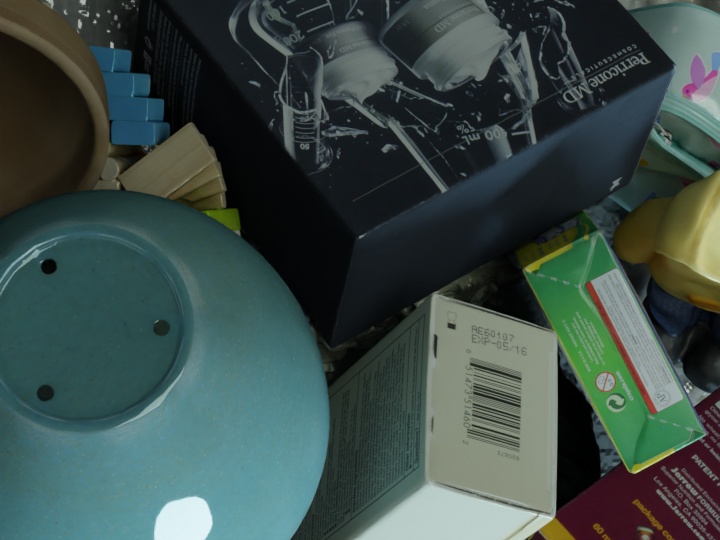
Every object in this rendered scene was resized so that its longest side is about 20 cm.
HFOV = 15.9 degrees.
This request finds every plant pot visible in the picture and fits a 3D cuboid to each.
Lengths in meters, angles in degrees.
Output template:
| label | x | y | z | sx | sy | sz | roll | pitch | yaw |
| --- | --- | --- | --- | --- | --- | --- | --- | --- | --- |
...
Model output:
| label | x | y | z | sx | sy | sz | roll | pitch | yaw |
| --- | --- | --- | --- | --- | --- | --- | --- | --- | --- |
| plant pot | -0.114 | 0.046 | 1.122 | 0.199 | 0.135 | 0.201 | 0 | 70 | 0 |
| plant pot | -0.216 | -0.093 | 1.181 | 0.200 | 0.201 | 0.093 | 14 | 52 | -27 |

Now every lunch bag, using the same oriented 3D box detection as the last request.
| label | x | y | z | sx | sy | sz | roll | pitch | yaw |
| --- | --- | --- | --- | --- | --- | --- | --- | --- | --- |
| lunch bag | 0.195 | -0.064 | 1.387 | 0.200 | 0.160 | 0.077 | 32 | 77 | -25 |

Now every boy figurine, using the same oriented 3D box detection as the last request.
| label | x | y | z | sx | sy | sz | roll | pitch | yaw |
| --- | --- | --- | --- | --- | --- | --- | --- | --- | --- |
| boy figurine | 0.190 | 0.005 | 1.361 | 0.124 | 0.200 | 0.065 | 28 | 76 | 10 |

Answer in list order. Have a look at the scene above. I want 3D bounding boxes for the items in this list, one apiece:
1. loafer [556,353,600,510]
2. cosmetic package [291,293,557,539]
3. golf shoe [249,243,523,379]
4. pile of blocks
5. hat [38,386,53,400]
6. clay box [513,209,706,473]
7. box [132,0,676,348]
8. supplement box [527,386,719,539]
| label | x | y | z | sx | sy | sz | roll | pitch | yaw |
| --- | --- | --- | --- | --- | --- | --- | --- | --- | --- |
| loafer | 0.074 | 0.062 | 1.352 | 0.201 | 0.068 | 0.071 | 46 | 44 | -52 |
| cosmetic package | 0.016 | 0.105 | 1.261 | 0.073 | 0.200 | 0.104 | 17 | 58 | -21 |
| golf shoe | 0.000 | 0.000 | 1.337 | 0.200 | 0.078 | 0.097 | -9 | 59 | -45 |
| pile of blocks | -0.108 | -0.055 | 1.256 | 0.082 | 0.062 | 0.200 | -33 | 85 | 15 |
| hat | -0.165 | 0.150 | 1.214 | 0.200 | 0.081 | 0.201 | -1 | 113 | -3 |
| clay box | 0.123 | 0.028 | 1.323 | 0.047 | 0.200 | 0.115 | -28 | 96 | 5 |
| box | 0.019 | -0.095 | 1.278 | 0.200 | 0.104 | 0.182 | -29 | 67 | -24 |
| supplement box | 0.165 | 0.138 | 1.328 | 0.200 | 0.110 | 0.086 | -33 | 72 | -35 |
